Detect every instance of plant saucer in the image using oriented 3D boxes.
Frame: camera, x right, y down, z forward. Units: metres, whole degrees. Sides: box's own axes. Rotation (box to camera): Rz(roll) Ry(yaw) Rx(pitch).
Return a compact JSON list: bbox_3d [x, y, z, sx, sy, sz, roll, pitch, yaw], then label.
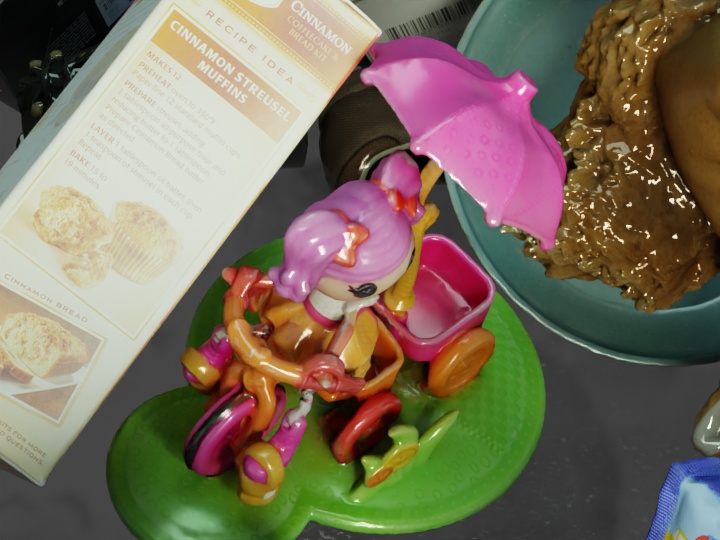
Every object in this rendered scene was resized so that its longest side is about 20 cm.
[{"bbox_3d":[0.132,-0.057,0.937,0.200,0.200,0.036,-2,-3,-7],"label":"plant saucer"}]

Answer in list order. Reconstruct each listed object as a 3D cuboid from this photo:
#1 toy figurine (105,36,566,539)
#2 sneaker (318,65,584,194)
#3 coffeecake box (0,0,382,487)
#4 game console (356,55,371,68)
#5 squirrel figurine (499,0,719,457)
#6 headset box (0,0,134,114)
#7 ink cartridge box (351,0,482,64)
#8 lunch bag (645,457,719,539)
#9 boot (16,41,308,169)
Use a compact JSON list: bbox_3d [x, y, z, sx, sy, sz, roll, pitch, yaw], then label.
[{"bbox_3d":[0.000,0.000,0.788,0.200,0.184,0.150,-30,64,-31],"label":"toy figurine"},{"bbox_3d":[0.080,-0.066,0.991,0.200,0.070,0.076,-13,58,12],"label":"sneaker"},{"bbox_3d":[-0.096,-0.024,0.793,0.073,0.154,0.200,38,78,-11],"label":"coffeecake box"},{"bbox_3d":[-0.078,-0.182,1.110,0.119,0.173,0.200,3,27,-48],"label":"game console"},{"bbox_3d":[0.162,-0.021,0.857,0.200,0.187,0.141,21,38,33],"label":"squirrel figurine"},{"bbox_3d":[-0.199,-0.188,1.096,0.200,0.075,0.149,31,70,32],"label":"headset box"},{"bbox_3d":[0.047,-0.173,0.942,0.146,0.200,0.083,-22,74,6],"label":"ink cartridge box"},{"bbox_3d":[0.135,0.156,0.602,0.094,0.200,0.151,-15,40,-24],"label":"lunch bag"},{"bbox_3d":[-0.094,-0.095,0.941,0.138,0.200,0.078,-5,62,-4],"label":"boot"}]
